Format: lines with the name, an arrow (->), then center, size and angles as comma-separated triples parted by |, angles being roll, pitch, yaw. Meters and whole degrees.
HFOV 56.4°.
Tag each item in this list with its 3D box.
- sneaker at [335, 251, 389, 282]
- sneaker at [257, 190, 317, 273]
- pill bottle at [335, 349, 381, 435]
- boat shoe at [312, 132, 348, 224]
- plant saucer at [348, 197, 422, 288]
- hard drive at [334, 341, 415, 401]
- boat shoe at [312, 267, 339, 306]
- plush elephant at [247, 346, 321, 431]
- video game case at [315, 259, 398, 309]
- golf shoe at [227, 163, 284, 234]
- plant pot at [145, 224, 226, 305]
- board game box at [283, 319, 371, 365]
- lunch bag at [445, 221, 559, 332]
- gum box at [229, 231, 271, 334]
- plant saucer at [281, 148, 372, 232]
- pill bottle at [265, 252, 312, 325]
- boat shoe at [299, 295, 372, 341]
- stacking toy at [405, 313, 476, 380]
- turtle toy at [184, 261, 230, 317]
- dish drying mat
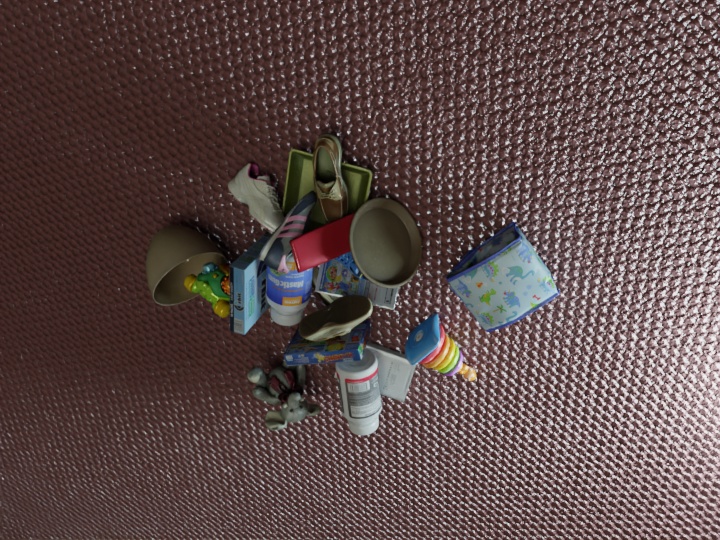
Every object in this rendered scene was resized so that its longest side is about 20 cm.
sneaker -> -0.017, -0.031, 1.536 | 0.197, 0.079, 0.067 | 29, 122, -1
sneaker -> -0.142, -0.082, 1.491 | 0.081, 0.202, 0.070 | 35, 163, -1
pill bottle -> -0.001, 0.314, 1.712 | 0.107, 0.111, 0.205 | 1, 117, 13
boat shoe -> -0.073, -0.192, 1.469 | 0.073, 0.074, 0.205 | -1, 116, 15
plant saucer -> 0.054, -0.061, 1.509 | 0.201, 0.201, 0.029 | 51, 149, -15
hard drive -> 0.038, 0.255, 1.751 | 0.195, 0.026, 0.135 | 19, 119, 5
boat shoe -> -0.066, 0.053, 1.658 | 0.065, 0.072, 0.201 | -38, 92, -9
plush elephant -> -0.191, 0.328, 1.764 | 0.155, 0.162, 0.203 | 44, 147, 36
video game case -> 0.000, 0.000, 1.597 | 0.194, 0.018, 0.147 | 13, 91, 6
golf shoe -> -0.223, -0.165, 1.553 | 0.200, 0.075, 0.092 | 45, 109, 15
plant pot -> -0.448, -0.031, 1.653 | 0.200, 0.198, 0.136 | -46, 69, 28
board game box -> -0.080, 0.179, 1.680 | 0.194, 0.136, 0.035 | -6, 117, 17
lunch bag -> 0.315, 0.024, 1.506 | 0.198, 0.128, 0.171 | -37, 104, 17
gum box -> -0.248, 0.026, 1.605 | 0.043, 0.201, 0.174 | 13, 119, 14
plant saucer -> -0.078, -0.169, 1.552 | 0.194, 0.048, 0.204 | 16, 120, 6
pill bottle -> -0.169, 0.025, 1.591 | 0.109, 0.113, 0.205 | 12, 122, 8
boat shoe -> -0.051, 0.118, 1.591 | 0.196, 0.074, 0.065 | -24, 145, 22
stacking toy -> 0.213, 0.214, 1.656 | 0.198, 0.117, 0.109 | 36, 121, -22
turtle toy -> -0.327, 0.041, 1.642 | 0.144, 0.199, 0.102 | 35, 94, 20
dish drying mat -> -0.063, -0.066, 1.485 | 0.018, 0.197, 0.079 | 9, 120, 59
